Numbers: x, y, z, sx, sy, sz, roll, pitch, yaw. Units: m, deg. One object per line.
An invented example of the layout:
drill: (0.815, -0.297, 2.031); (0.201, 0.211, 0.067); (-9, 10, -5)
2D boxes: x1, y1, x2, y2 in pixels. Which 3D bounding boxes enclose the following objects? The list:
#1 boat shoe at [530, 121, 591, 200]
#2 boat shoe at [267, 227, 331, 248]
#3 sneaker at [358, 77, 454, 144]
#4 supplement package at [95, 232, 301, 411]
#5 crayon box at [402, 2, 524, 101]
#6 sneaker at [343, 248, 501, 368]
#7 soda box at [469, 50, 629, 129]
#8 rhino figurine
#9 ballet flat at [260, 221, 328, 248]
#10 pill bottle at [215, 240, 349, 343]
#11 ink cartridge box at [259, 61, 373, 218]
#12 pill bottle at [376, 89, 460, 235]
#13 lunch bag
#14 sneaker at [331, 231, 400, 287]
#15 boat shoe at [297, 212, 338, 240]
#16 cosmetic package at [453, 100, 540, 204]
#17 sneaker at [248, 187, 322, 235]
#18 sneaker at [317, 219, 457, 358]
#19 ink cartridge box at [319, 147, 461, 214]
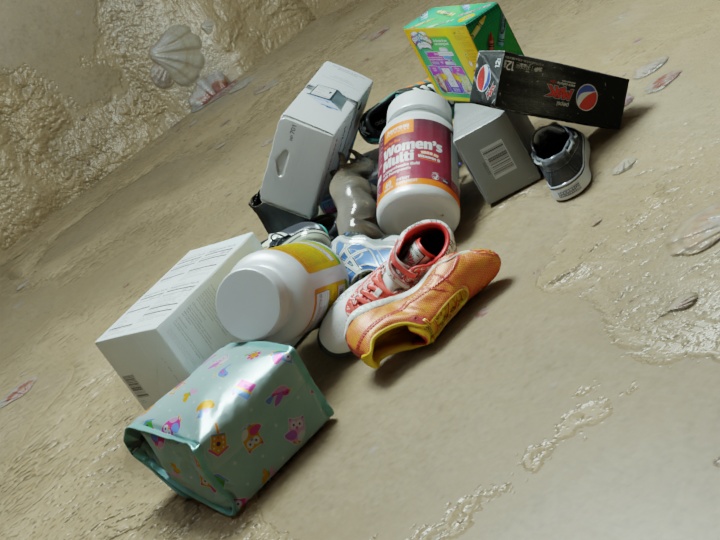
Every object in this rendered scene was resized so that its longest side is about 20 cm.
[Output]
boat shoe: (0.246, -0.155, 1.655); (0.071, 0.068, 0.200); (-27, 19, 18)
boat shoe: (-0.093, -0.019, 1.735); (0.200, 0.074, 0.063); (136, 139, -61)
sneaker: (0.090, -0.238, 1.898); (0.199, 0.072, 0.080); (-27, 3, 1)
supplement package: (-0.198, 0.080, 1.680); (0.150, 0.152, 0.200); (-13, 27, 48)
crayon box: (0.143, -0.290, 1.756); (0.058, 0.119, 0.200); (-35, 20, -13)
sneaker: (0.079, 0.046, 1.466); (0.199, 0.073, 0.077); (-33, 49, -8)
soda box: (0.240, -0.227, 1.658); (0.199, 0.071, 0.063); (7, 8, -28)
rhino figurine: (0.001, -0.097, 1.784); (0.087, 0.060, 0.201); (2, 50, -16)
ballet flat: (-0.124, -0.018, 1.866); (0.199, 0.073, 0.073); (-20, 22, 50)
pill bottle: (-0.095, 0.028, 1.556); (0.111, 0.112, 0.200); (-27, -3, 19)
ink cartridge box: (-0.063, -0.190, 1.890); (0.200, 0.085, 0.147); (-63, -7, -55)
pill bottle: (0.077, -0.139, 1.736); (0.109, 0.110, 0.201); (-23, 44, 27)
lunch bag: (-0.156, 0.164, 1.455); (0.170, 0.122, 0.199); (-44, 27, -27)
sneaker: (0.000, 0.000, 1.668); (0.077, 0.076, 0.199); (-49, 22, -27)
boat shoe: (-0.071, -0.045, 1.901); (0.199, 0.060, 0.074); (-3, 60, 54)
cosmetic package: (0.183, -0.183, 1.772); (0.090, 0.107, 0.200); (-28, 17, 13)
sneaker: (-0.118, -0.104, 2.077); (0.074, 0.107, 0.200); (-30, 19, 11)
sneaker: (0.028, 0.016, 1.525); (0.201, 0.067, 0.108); (-36, -17, -10)
ink cartridge box: (0.051, -0.132, 1.911); (0.199, 0.077, 0.137); (-19, 22, 42)
